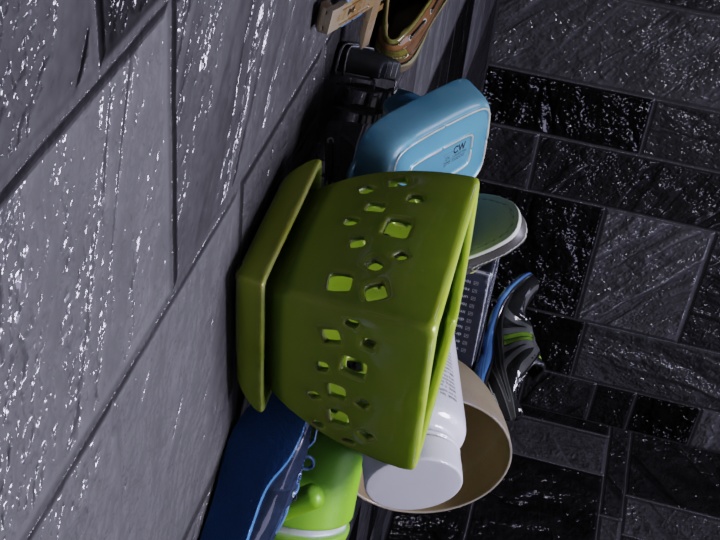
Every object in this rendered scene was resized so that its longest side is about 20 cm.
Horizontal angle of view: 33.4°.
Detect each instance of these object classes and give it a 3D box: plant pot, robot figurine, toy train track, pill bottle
[{"bbox_3d":[0.070,0.169,1.401,0.135,0.200,0.201,-91,-174,-50],"label":"plant pot"},{"bbox_3d":[-0.058,0.213,1.246,0.175,0.115,0.200,-25,126,-73],"label":"robot figurine"},{"bbox_3d":[-0.008,-0.263,1.149,0.200,0.032,0.115,-51,161,-60],"label":"toy train track"},{"bbox_3d":[-0.007,0.028,1.071,0.200,0.181,0.199,96,11,-45],"label":"plant pot"},{"bbox_3d":[0.045,0.128,1.198,0.114,0.113,0.200,94,-6,-49],"label":"pill bottle"}]

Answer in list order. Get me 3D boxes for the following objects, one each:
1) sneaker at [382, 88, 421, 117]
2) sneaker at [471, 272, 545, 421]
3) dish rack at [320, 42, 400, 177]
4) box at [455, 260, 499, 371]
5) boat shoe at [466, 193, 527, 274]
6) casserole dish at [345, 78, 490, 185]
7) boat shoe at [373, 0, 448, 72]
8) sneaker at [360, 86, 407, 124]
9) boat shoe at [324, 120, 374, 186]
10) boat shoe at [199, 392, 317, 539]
[{"bbox_3d":[0.054,-0.142,1.271,0.200,0.076,0.081,-33,145,-67],"label":"sneaker"},{"bbox_3d":[0.192,0.098,1.491,0.071,0.083,0.200,87,18,-65],"label":"sneaker"},{"bbox_3d":[-0.005,-0.139,1.286,0.153,0.054,0.200,-37,142,-76],"label":"dish rack"},{"bbox_3d":[0.063,0.023,1.491,0.124,0.200,0.197,-66,167,-50],"label":"box"},{"bbox_3d":[0.088,-0.025,1.197,0.061,0.201,0.072,35,57,-38],"label":"boat shoe"},{"bbox_3d":[0.065,-0.109,1.163,0.200,0.039,0.121,-32,140,-39],"label":"casserole dish"},{"bbox_3d":[0.069,-0.333,1.414,0.068,0.072,0.200,84,20,-70],"label":"boat shoe"},{"bbox_3d":[0.048,-0.133,1.409,0.077,0.085,0.200,28,57,-36],"label":"sneaker"},{"bbox_3d":[-0.029,-0.058,1.190,0.070,0.066,0.200,-70,175,-56],"label":"boat shoe"},{"bbox_3d":[-0.096,0.197,1.129,0.200,0.084,0.069,-62,151,-7],"label":"boat shoe"}]
